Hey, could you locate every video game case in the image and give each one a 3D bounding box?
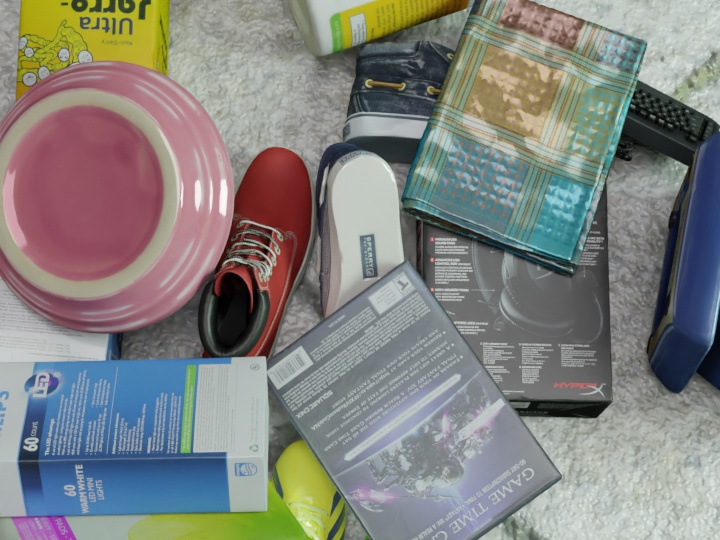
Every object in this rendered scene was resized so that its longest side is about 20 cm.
[{"bbox_3d":[0.034,0.112,1.213,0.143,0.019,0.200,-36,74,3],"label":"video game case"}]

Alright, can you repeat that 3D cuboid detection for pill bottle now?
[{"bbox_3d":[0.039,-0.256,1.335,0.199,0.111,0.111,-19,77,-7],"label":"pill bottle"}]

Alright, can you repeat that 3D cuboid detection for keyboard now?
[{"bbox_3d":[0.193,-0.138,1.323,0.199,0.021,0.127,27,41,5],"label":"keyboard"}]

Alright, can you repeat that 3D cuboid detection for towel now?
[{"bbox_3d":[0.128,-0.112,1.266,0.146,0.022,0.201,20,76,2],"label":"towel"}]

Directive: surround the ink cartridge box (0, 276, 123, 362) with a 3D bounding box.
[{"bbox_3d":[-0.250,0.021,1.267,0.136,0.076,0.201,5,77,-1],"label":"ink cartridge box"}]

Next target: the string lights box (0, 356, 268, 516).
[{"bbox_3d":[-0.165,0.116,1.154,0.199,0.059,0.103,-1,40,-1],"label":"string lights box"}]

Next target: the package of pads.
[{"bbox_3d":[-0.152,0.195,1.160,0.199,0.068,0.155,-19,44,-21],"label":"package of pads"}]

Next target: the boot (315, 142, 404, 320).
[{"bbox_3d":[0.000,0.000,1.292,0.072,0.090,0.201,-1,103,-10],"label":"boot"}]

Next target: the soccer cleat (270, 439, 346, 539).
[{"bbox_3d":[-0.050,0.223,1.217,0.064,0.084,0.201,10,75,3],"label":"soccer cleat"}]

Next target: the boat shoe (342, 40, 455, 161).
[{"bbox_3d":[0.088,-0.134,1.325,0.199,0.071,0.091,7,72,-1],"label":"boat shoe"}]

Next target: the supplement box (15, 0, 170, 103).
[{"bbox_3d":[-0.211,-0.203,1.311,0.108,0.110,0.201,0,76,-2],"label":"supplement box"}]

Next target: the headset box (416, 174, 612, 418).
[{"bbox_3d":[0.117,0.011,1.284,0.148,0.077,0.201,1,74,-2],"label":"headset box"}]

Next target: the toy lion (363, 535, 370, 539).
[{"bbox_3d":[0.074,0.275,1.208,0.199,0.069,0.192,-4,60,-21],"label":"toy lion"}]

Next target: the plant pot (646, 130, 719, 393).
[{"bbox_3d":[0.322,0.005,1.237,0.179,0.200,0.201,11,75,7],"label":"plant pot"}]

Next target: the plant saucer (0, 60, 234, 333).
[{"bbox_3d":[-0.193,-0.054,1.192,0.200,0.051,0.202,0,88,15],"label":"plant saucer"}]

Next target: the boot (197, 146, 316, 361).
[{"bbox_3d":[-0.078,-0.017,1.250,0.072,0.144,0.201,11,74,3],"label":"boot"}]
